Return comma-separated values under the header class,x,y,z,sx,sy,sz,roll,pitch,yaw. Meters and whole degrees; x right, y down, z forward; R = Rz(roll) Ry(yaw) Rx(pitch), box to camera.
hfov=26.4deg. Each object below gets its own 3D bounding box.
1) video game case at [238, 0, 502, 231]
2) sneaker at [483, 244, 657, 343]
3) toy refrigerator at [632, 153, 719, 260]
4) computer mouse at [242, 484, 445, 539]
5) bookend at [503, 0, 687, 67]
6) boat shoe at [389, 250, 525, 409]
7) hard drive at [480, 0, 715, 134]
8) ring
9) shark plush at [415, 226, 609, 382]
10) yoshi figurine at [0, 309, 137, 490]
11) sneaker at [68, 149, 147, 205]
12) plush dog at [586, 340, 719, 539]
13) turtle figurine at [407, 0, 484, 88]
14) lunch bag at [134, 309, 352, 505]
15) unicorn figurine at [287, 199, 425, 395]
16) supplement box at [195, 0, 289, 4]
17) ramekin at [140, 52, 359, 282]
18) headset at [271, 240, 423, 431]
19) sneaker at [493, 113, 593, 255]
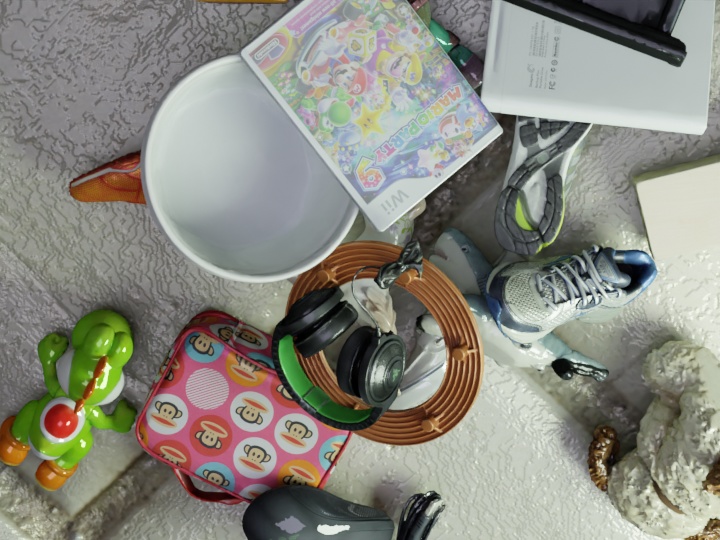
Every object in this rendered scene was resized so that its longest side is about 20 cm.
class,x,y,z,sx,sy,sz,roll,pitch,yaw
video game case,0.010,-0.154,1.326,0.143,0.018,0.200,-40,104,-4
sneaker,0.193,0.009,1.381,0.085,0.200,0.077,-33,75,44
toy refrigerator,0.357,-0.073,1.408,0.199,0.070,0.076,-15,97,9
computer mouse,-0.020,0.263,1.497,0.200,0.053,0.139,16,120,-28
bookend,0.219,-0.303,1.310,0.200,0.092,0.199,23,97,8
boat shoe,0.086,0.057,1.468,0.200,0.072,0.066,-40,95,13
hard drive,0.213,-0.196,1.374,0.199,0.027,0.132,7,74,4
ring,0.017,0.070,1.388,0.200,0.019,0.201,11,116,24
shark plush,0.148,0.041,1.404,0.200,0.091,0.083,27,65,0
yoshi figurine,-0.278,0.116,1.520,0.200,0.112,0.112,-52,55,30
sneaker,-0.179,-0.080,1.449,0.199,0.073,0.077,-7,102,7
plush dog,0.312,0.195,1.461,0.200,0.161,0.172,37,132,-4
turtle figurine,0.026,-0.232,1.380,0.150,0.101,0.200,-32,106,13
lunch bag,-0.115,0.154,1.506,0.200,0.082,0.176,29,107,-4
unicorn figurine,0.000,0.000,1.430,0.137,0.074,0.200,27,103,26
supplement box,-0.098,-0.341,1.348,0.085,0.110,0.201,2,106,4
ramekin,-0.104,-0.092,1.367,0.200,0.105,0.201,-1,93,-18
headset,-0.004,0.056,1.355,0.123,0.094,0.200,39,138,10
sneaker,0.170,-0.109,1.413,0.074,0.081,0.200,20,88,6
